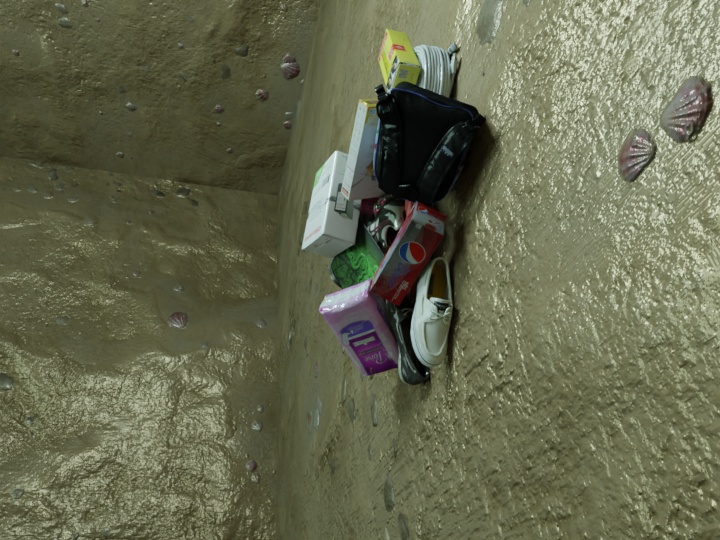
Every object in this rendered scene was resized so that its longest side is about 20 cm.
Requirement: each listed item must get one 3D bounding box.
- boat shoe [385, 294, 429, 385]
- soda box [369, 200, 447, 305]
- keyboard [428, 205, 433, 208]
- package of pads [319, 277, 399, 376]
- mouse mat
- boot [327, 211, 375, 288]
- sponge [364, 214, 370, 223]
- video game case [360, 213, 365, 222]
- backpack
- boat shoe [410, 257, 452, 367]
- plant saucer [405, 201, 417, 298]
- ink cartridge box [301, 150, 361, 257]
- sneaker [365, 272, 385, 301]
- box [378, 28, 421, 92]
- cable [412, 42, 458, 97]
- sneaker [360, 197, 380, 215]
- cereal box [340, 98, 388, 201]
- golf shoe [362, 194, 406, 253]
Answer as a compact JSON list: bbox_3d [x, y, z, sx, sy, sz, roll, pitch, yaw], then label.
[{"bbox_3d":[0.100,0.127,1.117,0.057,0.066,0.204,-21,76,52],"label":"boat shoe"},{"bbox_3d":[0.089,-0.028,1.047,0.064,0.069,0.201,-71,8,-48],"label":"soda box"},{"bbox_3d":[0.142,-0.205,1.196,0.056,0.010,0.204,136,137,-67],"label":"keyboard"},{"bbox_3d":[0.011,0.123,1.163,0.202,0.119,0.076,60,-154,-25],"label":"package of pads"},{"bbox_3d":[0.000,0.000,1.229,0.201,0.007,0.162,58,132,36],"label":"mouse mat"},{"bbox_3d":[0.013,-0.068,1.344,0.199,0.072,0.184,-35,28,31],"label":"boot"},{"bbox_3d":[0.046,-0.212,1.504,0.111,0.029,0.205,177,98,-74],"label":"sponge"},{"bbox_3d":[-0.001,-0.197,1.523,0.200,0.022,0.186,75,-160,-70],"label":"video game case"},{"bbox_3d":[0.110,-0.226,1.007,0.154,0.197,0.193,-46,-24,-61],"label":"backpack"},{"bbox_3d":[0.138,0.072,1.016,0.070,0.069,0.204,129,150,-67],"label":"boat shoe"},{"bbox_3d":[0.110,-0.074,1.189,0.201,0.036,0.203,-106,20,-53],"label":"plant saucer"},{"bbox_3d":[-0.061,-0.146,1.272,0.145,0.083,0.204,154,128,-64],"label":"ink cartridge box"},{"bbox_3d":[0.041,0.085,1.267,0.081,0.082,0.204,-71,-19,-65],"label":"sneaker"},{"bbox_3d":[0.080,-0.439,1.174,0.202,0.049,0.076,-97,20,-47],"label":"box"},{"bbox_3d":[0.129,-0.372,1.181,0.200,0.068,0.204,-149,68,-72],"label":"cable"},{"bbox_3d":[0.026,-0.212,1.366,0.200,0.072,0.089,84,-164,-72],"label":"sneaker"},{"bbox_3d":[0.044,-0.242,1.115,0.040,0.142,0.203,47,138,38],"label":"cereal box"},{"bbox_3d":[0.050,-0.076,1.216,0.201,0.076,0.089,109,153,-55],"label":"golf shoe"}]
